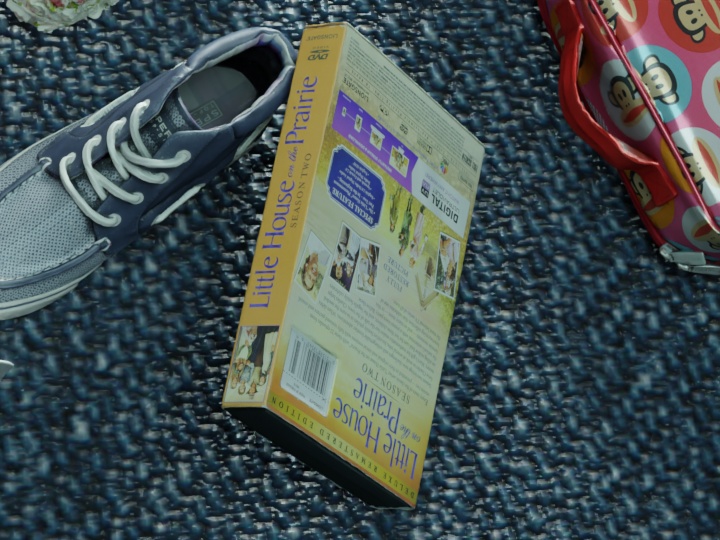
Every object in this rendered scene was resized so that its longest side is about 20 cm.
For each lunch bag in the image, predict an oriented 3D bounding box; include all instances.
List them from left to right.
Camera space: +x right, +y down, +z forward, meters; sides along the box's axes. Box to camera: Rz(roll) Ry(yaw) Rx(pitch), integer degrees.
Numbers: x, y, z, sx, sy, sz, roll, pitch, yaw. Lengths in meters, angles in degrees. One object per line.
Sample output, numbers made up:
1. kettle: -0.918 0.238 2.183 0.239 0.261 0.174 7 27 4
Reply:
1. lunch bag: 0.185 -0.106 1.580 0.176 0.082 0.201 -23 83 -23

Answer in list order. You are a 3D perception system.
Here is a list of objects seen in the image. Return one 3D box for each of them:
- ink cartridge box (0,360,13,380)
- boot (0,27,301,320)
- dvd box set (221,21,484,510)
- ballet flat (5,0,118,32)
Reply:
1. ink cartridge box: -0.265 0.077 1.352 0.199 0.116 0.068 5 74 -17
2. boot: -0.119 -0.053 1.454 0.200 0.090 0.073 -39 89 -25
3. dvd box set: 0.000 0.000 1.469 0.146 0.029 0.201 36 59 -51
4. ballet flat: -0.099 -0.190 1.517 0.076 0.064 0.200 47 65 0
